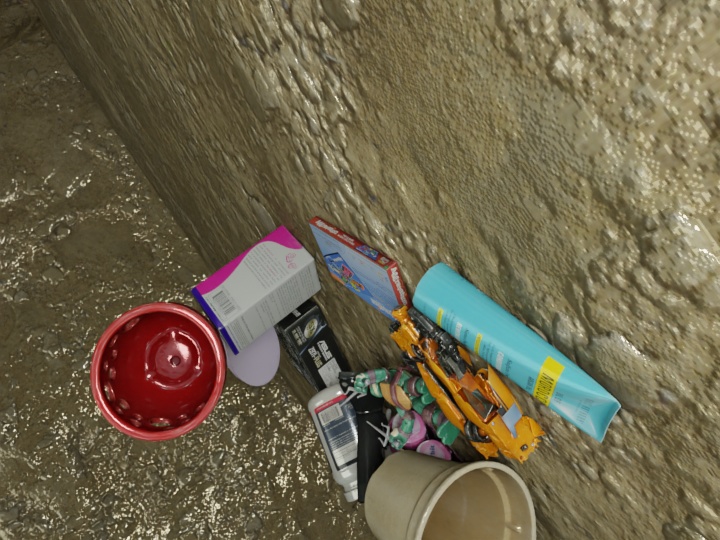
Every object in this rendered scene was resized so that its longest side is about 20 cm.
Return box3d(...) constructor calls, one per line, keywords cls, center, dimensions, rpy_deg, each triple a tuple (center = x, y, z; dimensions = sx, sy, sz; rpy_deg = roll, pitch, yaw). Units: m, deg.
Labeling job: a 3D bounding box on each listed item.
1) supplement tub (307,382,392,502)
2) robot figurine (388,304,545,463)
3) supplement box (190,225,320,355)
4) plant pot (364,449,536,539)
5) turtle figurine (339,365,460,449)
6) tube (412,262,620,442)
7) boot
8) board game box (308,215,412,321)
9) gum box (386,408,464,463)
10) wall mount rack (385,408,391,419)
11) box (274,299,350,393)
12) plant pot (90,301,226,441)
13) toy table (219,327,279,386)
box3d(cls="supplement tub", center=(-0.009, 0.320, 1.092), dimensions=(0.141, 0.137, 0.205), rpy_deg=(111, 137, -69))
box3d(cls="robot figurine", center=(0.106, 0.116, 0.622), dimensions=(0.202, 0.058, 0.145), rpy_deg=(53, 162, 5))
box3d(cls="supplement box", center=(-0.178, 0.033, 0.990), dimensions=(0.101, 0.198, 0.104), rpy_deg=(44, 162, 28))
box3d(cls="plant pot", center=(0.102, 0.335, 0.763), dimensions=(0.204, 0.199, 0.182), rpy_deg=(59, 156, -16))
box3d(cls="turtle figurine", center=(0.053, 0.186, 0.823), dimensions=(0.150, 0.102, 0.198), rpy_deg=(48, 151, -23))
box3d(cls="tube", center=(0.133, 0.068, 0.497), dimensions=(0.199, 0.050, 0.078), rpy_deg=(39, 164, 30))
box3d(cls="boot", center=(0.006, 0.283, 0.952), dimensions=(0.064, 0.206, 0.165), rpy_deg=(-5, 159, 22))
box3d(cls="board game box", center=(0.000, 0.000, 0.758), dimensions=(0.199, 0.019, 0.105), rpy_deg=(33, 151, 51))
box3d(cls="gum box", center=(0.124, 0.330, 0.944), dimensions=(0.200, 0.065, 0.115), rpy_deg=(46, 161, 29))
box3d(cls="wall mount rack", center=(0.032, 0.342, 1.211), dimensions=(0.199, 0.074, 0.176), rpy_deg=(32, 154, 49))
box3d(cls="box", center=(-0.122, 0.150, 1.239), dimensions=(0.163, 0.085, 0.204), rpy_deg=(29, 148, 55))
box3d(cls="plant pot", center=(-0.314, 0.151, 0.917), dimensions=(0.203, 0.198, 0.182), rpy_deg=(56, 171, -6))
box3d(cls="toy table", center=(-0.268, 0.151, 1.229), dimensions=(0.115, 0.183, 0.205), rpy_deg=(16, 129, 39))
